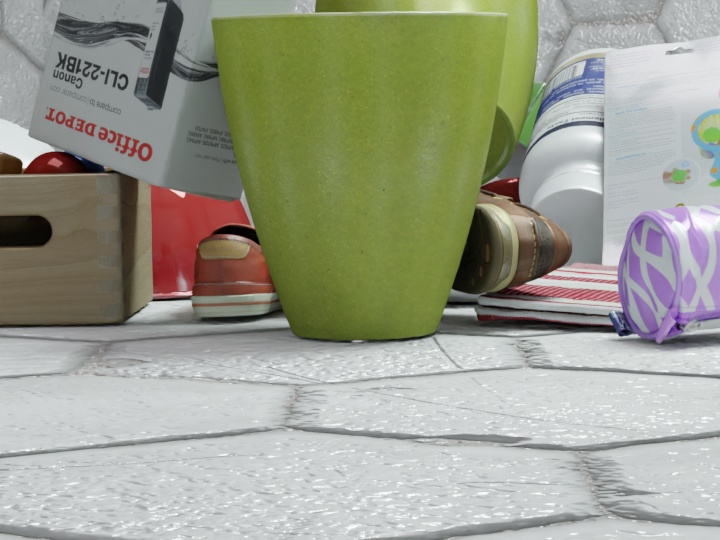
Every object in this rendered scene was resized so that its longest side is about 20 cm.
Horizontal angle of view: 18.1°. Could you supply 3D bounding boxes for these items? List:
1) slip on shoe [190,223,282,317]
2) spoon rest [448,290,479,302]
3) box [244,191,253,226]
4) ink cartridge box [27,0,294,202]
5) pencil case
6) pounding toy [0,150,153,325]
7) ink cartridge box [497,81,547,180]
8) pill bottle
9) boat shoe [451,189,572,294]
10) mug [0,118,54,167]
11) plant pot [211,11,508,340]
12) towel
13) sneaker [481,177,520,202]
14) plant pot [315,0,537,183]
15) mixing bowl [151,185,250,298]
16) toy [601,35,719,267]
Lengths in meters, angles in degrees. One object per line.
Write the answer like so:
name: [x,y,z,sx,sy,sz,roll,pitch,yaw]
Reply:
slip on shoe: [-0.082,-0.004,1.608,0.074,0.061,0.200,-2,3,6]
spoon rest: [0.088,-0.012,1.683,0.099,0.061,0.200,0,4,14]
box: [0.000,-0.051,1.938,0.124,0.098,0.200,2,5,25]
ink cartridge box: [-0.129,-0.161,1.527,0.144,0.200,0.084,21,10,40]
pencil case: [0.256,0.001,1.386,0.200,0.084,0.086,-5,41,-19]
pounding toy: [-0.255,-0.039,1.567,0.199,0.143,0.184,0,4,2]
ink cartridge box: [0.174,-0.094,2.008,0.200,0.059,0.104,38,-15,-36]
pill bottle: [0.184,-0.082,1.777,0.111,0.111,0.200,0,34,14]
boat shoe: [0.074,-0.020,1.525,0.067,0.072,0.200,-1,8,-24]
mug: [-0.331,-0.051,1.867,0.175,0.148,0.200,6,-24,15]
plant pot: [0.001,-0.060,1.426,0.187,0.201,0.187,-1,5,0]
towel: [0.178,0.020,1.522,0.144,0.023,0.200,4,8,26]
sneaker: [0.170,-0.030,1.906,0.200,0.079,0.116,10,-6,-13]
plant pot: [0.064,-0.158,1.822,0.187,0.187,0.200,-1,39,-5]
mixing bowl: [-0.172,-0.039,1.768,0.200,0.109,0.200,-2,5,0]
toy: [0.240,-0.082,1.682,0.115,0.200,0.047,-6,-38,17]
